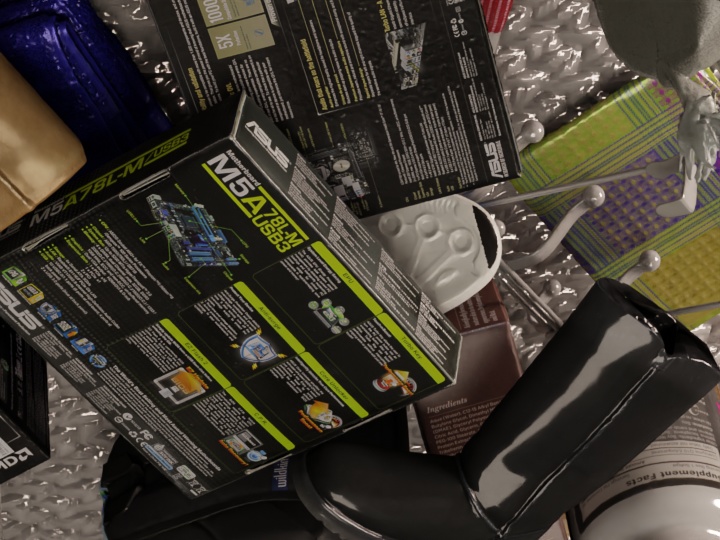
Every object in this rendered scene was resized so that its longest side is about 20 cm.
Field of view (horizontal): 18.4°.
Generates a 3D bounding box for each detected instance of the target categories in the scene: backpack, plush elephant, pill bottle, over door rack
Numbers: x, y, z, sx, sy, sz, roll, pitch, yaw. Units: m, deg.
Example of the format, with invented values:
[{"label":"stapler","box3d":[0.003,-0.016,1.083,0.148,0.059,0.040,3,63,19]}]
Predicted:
[{"label":"backpack","box3d":[-0.066,0.143,1.398,0.200,0.163,0.154,-7,148,8]},{"label":"plush elephant","box3d":[0.204,-0.164,1.164,0.165,0.155,0.200,-3,108,50]},{"label":"pill bottle","box3d":[0.186,0.145,1.398,0.116,0.200,0.116,-4,134,-4]},{"label":"over door rack","box3d":[0.146,-0.021,1.270,0.200,0.067,0.148,1,148,44]}]

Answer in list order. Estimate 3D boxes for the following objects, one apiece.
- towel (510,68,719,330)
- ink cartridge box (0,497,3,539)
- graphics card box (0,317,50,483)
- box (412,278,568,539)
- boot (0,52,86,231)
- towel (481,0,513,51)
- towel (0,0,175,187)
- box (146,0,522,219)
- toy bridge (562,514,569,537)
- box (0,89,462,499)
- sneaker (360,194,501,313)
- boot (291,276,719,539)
[{"label":"towel","box3d":[0.191,-0.041,1.349,0.144,0.023,0.200,-32,128,22]},{"label":"ink cartridge box","box3d":[-0.278,0.168,1.359,0.084,0.200,0.146,12,130,-22]},{"label":"graphics card box","box3d":[-0.252,0.019,1.273,0.051,0.126,0.200,-28,130,13]},{"label":"box","box3d":[0.077,0.114,1.373,0.075,0.100,0.200,-17,108,2]},{"label":"boot","box3d":[-0.209,-0.128,1.147,0.175,0.066,0.200,-28,109,32]},{"label":"towel","box3d":[0.004,-0.122,1.250,0.144,0.023,0.200,7,131,-15]},{"label":"towel","box3d":[-0.180,-0.065,1.258,0.148,0.050,0.200,-22,131,11]},{"label":"box","box3d":[-0.016,-0.127,1.169,0.164,0.086,0.200,-15,132,4]},{"label":"toy bridge","box3d":[0.117,0.136,1.471,0.027,0.067,0.200,-39,126,25]},{"label":"box","box3d":[-0.079,0.020,1.202,0.193,0.048,0.200,-28,121,27]},{"label":"sneaker","box3d":[0.000,0.000,1.303,0.200,0.081,0.146,-15,176,17]},{"label":"boot","box3d":[0.082,0.083,1.245,0.165,0.066,0.200,25,121,-35]}]
